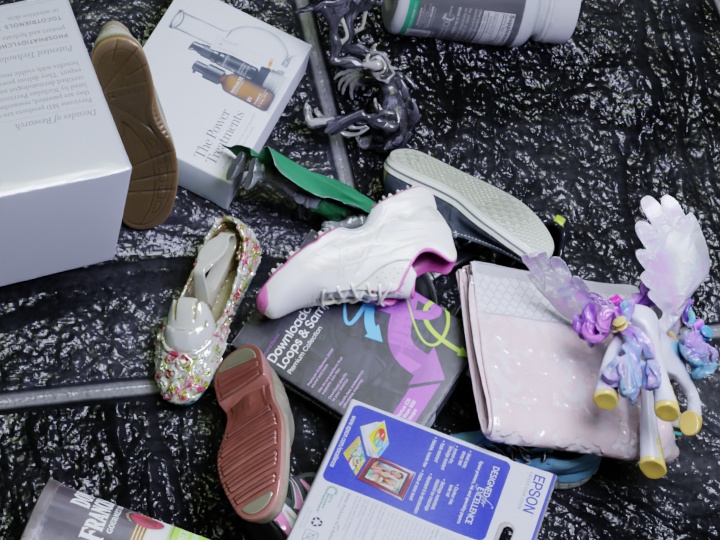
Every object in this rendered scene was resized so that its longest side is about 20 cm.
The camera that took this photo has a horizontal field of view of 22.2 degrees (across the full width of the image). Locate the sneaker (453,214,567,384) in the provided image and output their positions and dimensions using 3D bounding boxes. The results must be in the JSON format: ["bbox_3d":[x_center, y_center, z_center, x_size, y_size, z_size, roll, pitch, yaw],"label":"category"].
[{"bbox_3d":[0.144,0.020,1.790,0.071,0.083,0.201,29,57,5],"label":"sneaker"}]

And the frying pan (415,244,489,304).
[{"bbox_3d":[0.038,0.004,1.800,0.115,0.031,0.190,35,59,9],"label":"frying pan"}]

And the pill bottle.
[{"bbox_3d":[0.128,-0.299,1.962,0.198,0.113,0.114,4,58,-12],"label":"pill bottle"}]

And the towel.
[{"bbox_3d":[0.191,0.084,1.700,0.198,0.032,0.192,9,52,-22],"label":"towel"}]

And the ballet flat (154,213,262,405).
[{"bbox_3d":[-0.149,0.029,1.717,0.075,0.064,0.201,5,53,17],"label":"ballet flat"}]

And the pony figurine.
[{"bbox_3d":[0.250,0.054,1.652,0.193,0.165,0.201,52,32,-35],"label":"pony figurine"}]

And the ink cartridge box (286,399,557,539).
[{"bbox_3d":[0.048,0.224,1.580,0.198,0.047,0.198,21,46,6],"label":"ink cartridge box"}]

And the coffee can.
[{"bbox_3d":[-0.189,0.275,1.512,0.198,0.147,0.147,20,56,-2],"label":"coffee can"}]

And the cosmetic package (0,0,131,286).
[{"bbox_3d":[-0.326,-0.115,1.699,0.165,0.168,0.201,-14,64,-22],"label":"cosmetic package"}]

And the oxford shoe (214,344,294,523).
[{"bbox_3d":[-0.081,0.153,1.628,0.070,0.074,0.201,-28,38,17],"label":"oxford shoe"}]

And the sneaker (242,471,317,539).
[{"bbox_3d":[-0.010,0.253,1.613,0.086,0.081,0.200,-32,72,-30],"label":"sneaker"}]

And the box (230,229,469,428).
[{"bbox_3d":[-0.003,0.069,1.724,0.199,0.036,0.143,30,70,13],"label":"box"}]

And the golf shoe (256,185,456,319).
[{"bbox_3d":[0.000,0.000,1.697,0.199,0.075,0.092,-30,73,-13],"label":"golf shoe"}]

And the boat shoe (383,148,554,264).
[{"bbox_3d":[0.102,-0.051,1.789,0.199,0.063,0.074,30,29,26],"label":"boat shoe"}]

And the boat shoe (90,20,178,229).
[{"bbox_3d":[-0.217,-0.137,1.748,0.071,0.202,0.065,-11,28,-5],"label":"boat shoe"}]

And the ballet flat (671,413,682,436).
[{"bbox_3d":[0.224,0.114,1.755,0.198,0.067,0.063,10,88,-12],"label":"ballet flat"}]

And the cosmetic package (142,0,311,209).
[{"bbox_3d":[-0.157,-0.178,1.853,0.150,0.052,0.201,24,57,4],"label":"cosmetic package"}]

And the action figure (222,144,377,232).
[{"bbox_3d":[-0.033,-0.066,1.782,0.199,0.118,0.055,23,95,-31],"label":"action figure"}]

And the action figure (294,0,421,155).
[{"bbox_3d":[0.000,-0.186,1.868,0.119,0.101,0.202,-47,120,-59],"label":"action figure"}]

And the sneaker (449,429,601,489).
[{"bbox_3d":[0.139,0.164,1.698,0.198,0.090,0.079,-11,63,-21],"label":"sneaker"}]
